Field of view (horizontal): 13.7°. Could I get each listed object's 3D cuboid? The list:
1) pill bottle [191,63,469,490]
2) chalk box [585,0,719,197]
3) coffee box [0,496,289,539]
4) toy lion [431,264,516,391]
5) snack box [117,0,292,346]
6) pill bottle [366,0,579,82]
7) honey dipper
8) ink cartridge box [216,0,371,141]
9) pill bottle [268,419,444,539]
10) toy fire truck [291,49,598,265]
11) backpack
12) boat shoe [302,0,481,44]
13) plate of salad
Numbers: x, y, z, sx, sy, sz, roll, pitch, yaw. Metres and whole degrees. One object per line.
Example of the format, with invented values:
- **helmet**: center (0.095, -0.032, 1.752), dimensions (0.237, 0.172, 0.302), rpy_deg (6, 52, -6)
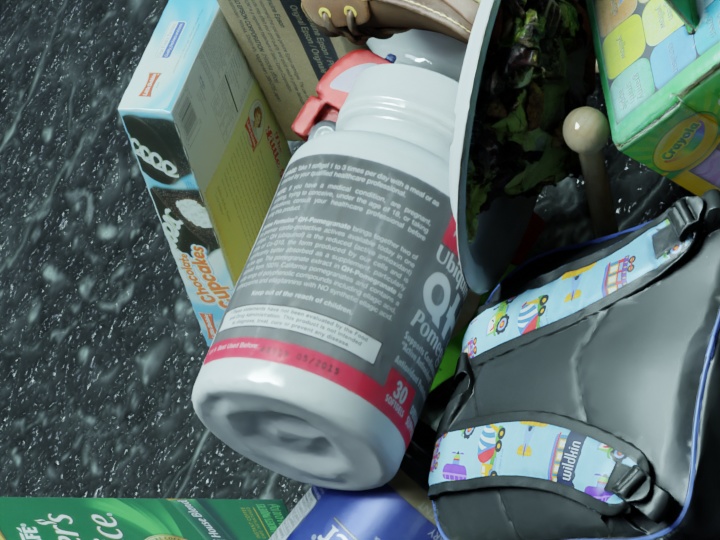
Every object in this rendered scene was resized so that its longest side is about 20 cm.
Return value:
- **pill bottle**: center (0.000, 0.000, 1.511), dimensions (0.111, 0.111, 0.200), rpy_deg (-11, 50, 51)
- **chalk box**: center (0.189, -0.112, 1.424), dimensions (0.124, 0.200, 0.125), rpy_deg (-38, 39, 34)
- **coffee box**: center (-0.120, 0.174, 1.659), dimensions (0.123, 0.199, 0.044), rpy_deg (-121, 40, -53)
- **toy lion**: center (0.012, 0.026, 1.716), dimensions (0.200, 0.069, 0.192), rpy_deg (-43, 30, 29)
- **snack box**: center (-0.083, -0.063, 1.770), dimensions (0.037, 0.200, 0.116), rpy_deg (4, 48, 20)
- **pill bottle**: center (0.069, -0.162, 1.712), dimensions (0.113, 0.113, 0.200), rpy_deg (10, 76, 56)
- **honey dipper**: center (0.120, -0.028, 1.485), dimensions (0.038, 0.200, 0.038), rpy_deg (-5, 62, 9)
- **ink cartridge box**: center (-0.011, -0.201, 1.780), dimensions (0.075, 0.165, 0.200), rpy_deg (4, 60, 21)
- **pill bottle**: center (-0.008, 0.178, 1.558), dimensions (0.200, 0.112, 0.112), rpy_deg (-52, 34, 5)
- **toy fire truck**: center (0.076, -0.083, 1.605), dimensions (0.200, 0.049, 0.141), rpy_deg (31, 88, 25)
- **backpack**: center (0.131, 0.072, 1.436), dimensions (0.200, 0.134, 0.183), rpy_deg (-15, 56, 51)
- **boat shoe**: center (0.005, -0.152, 1.601), dimensions (0.200, 0.072, 0.068), rpy_deg (30, 90, 36)
- **plate of salad**: center (0.086, -0.085, 1.458), dimensions (0.048, 0.200, 0.201), rpy_deg (13, 74, 15)
